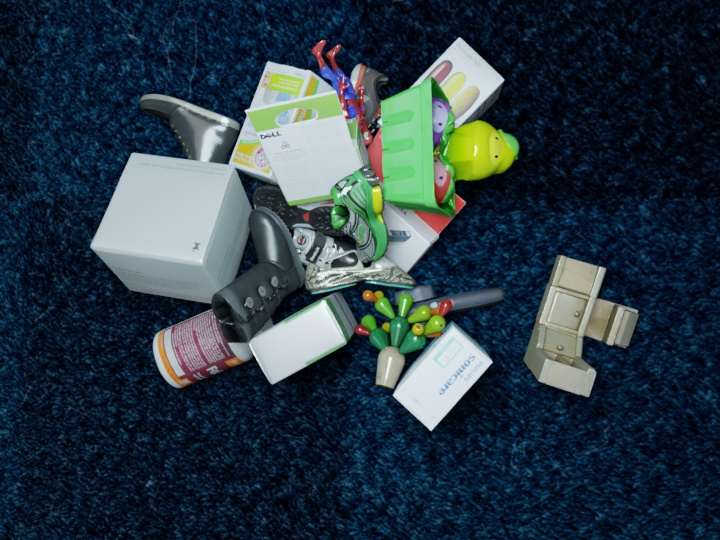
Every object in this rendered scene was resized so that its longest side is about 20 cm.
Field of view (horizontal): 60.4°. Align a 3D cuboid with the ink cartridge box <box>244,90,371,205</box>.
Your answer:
[{"bbox_3d":[-0.075,-0.208,0.984,0.147,0.200,0.076,-8,49,12],"label":"ink cartridge box"}]

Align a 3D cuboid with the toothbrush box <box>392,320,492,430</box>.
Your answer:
[{"bbox_3d":[0.138,0.169,1.042,0.085,0.200,0.147,42,95,6],"label":"toothbrush box"}]

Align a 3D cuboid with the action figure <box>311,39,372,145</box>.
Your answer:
[{"bbox_3d":[-0.023,-0.305,1.071,0.052,0.065,0.201,-27,77,33],"label":"action figure"}]

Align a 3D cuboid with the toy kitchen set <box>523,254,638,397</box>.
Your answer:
[{"bbox_3d":[0.388,0.095,1.020,0.163,0.180,0.201,17,95,6],"label":"toy kitchen set"}]

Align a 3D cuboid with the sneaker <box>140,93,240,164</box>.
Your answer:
[{"bbox_3d":[-0.338,-0.261,1.174,0.199,0.075,0.107,18,88,6],"label":"sneaker"}]

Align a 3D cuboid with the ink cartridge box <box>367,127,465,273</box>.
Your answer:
[{"bbox_3d":[0.057,-0.119,1.088,0.200,0.045,0.176,43,135,6],"label":"ink cartridge box"}]

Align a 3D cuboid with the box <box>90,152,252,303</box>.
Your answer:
[{"bbox_3d":[-0.319,-0.071,1.091,0.198,0.171,0.201,9,65,8],"label":"box"}]

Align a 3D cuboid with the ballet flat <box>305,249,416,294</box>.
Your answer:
[{"bbox_3d":[0.000,0.000,1.103,0.199,0.068,0.076,-3,91,0],"label":"ballet flat"}]

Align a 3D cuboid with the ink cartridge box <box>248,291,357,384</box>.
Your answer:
[{"bbox_3d":[-0.090,0.110,1.074,0.146,0.200,0.085,-29,89,6],"label":"ink cartridge box"}]

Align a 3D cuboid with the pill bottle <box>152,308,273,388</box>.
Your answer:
[{"bbox_3d":[-0.265,0.129,1.138,0.199,0.114,0.115,-23,86,7],"label":"pill bottle"}]

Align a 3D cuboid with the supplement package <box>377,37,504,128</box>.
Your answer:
[{"bbox_3d":[0.141,-0.286,1.096,0.114,0.110,0.200,44,94,5],"label":"supplement package"}]

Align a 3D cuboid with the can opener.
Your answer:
[{"bbox_3d":[0.159,0.058,1.110,0.199,0.063,0.079,-8,87,7],"label":"can opener"}]

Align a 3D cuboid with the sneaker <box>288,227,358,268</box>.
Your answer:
[{"bbox_3d":[-0.094,-0.040,1.134,0.199,0.089,0.074,19,90,6],"label":"sneaker"}]

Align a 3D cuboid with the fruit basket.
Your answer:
[{"bbox_3d":[0.144,-0.189,0.975,0.215,0.155,0.217,-2,86,21],"label":"fruit basket"}]

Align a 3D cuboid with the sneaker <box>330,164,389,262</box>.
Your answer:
[{"bbox_3d":[-0.008,-0.083,1.005,0.085,0.200,0.078,-23,51,-9],"label":"sneaker"}]

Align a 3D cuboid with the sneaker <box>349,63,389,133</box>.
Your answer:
[{"bbox_3d":[0.007,-0.277,1.134,0.082,0.077,0.201,13,91,1],"label":"sneaker"}]

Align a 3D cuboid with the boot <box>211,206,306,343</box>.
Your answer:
[{"bbox_3d":[-0.184,0.003,1.030,0.066,0.200,0.165,-18,108,39],"label":"boot"}]

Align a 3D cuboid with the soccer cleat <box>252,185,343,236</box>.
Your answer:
[{"bbox_3d":[-0.096,-0.109,1.106,0.199,0.073,0.068,15,110,17],"label":"soccer cleat"}]

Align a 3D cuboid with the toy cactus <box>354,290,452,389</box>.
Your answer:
[{"bbox_3d":[0.058,0.112,1.031,0.200,0.102,0.166,0,67,41],"label":"toy cactus"}]

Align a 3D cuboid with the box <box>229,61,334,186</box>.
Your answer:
[{"bbox_3d":[-0.136,-0.255,1.119,0.112,0.101,0.201,23,92,32],"label":"box"}]
